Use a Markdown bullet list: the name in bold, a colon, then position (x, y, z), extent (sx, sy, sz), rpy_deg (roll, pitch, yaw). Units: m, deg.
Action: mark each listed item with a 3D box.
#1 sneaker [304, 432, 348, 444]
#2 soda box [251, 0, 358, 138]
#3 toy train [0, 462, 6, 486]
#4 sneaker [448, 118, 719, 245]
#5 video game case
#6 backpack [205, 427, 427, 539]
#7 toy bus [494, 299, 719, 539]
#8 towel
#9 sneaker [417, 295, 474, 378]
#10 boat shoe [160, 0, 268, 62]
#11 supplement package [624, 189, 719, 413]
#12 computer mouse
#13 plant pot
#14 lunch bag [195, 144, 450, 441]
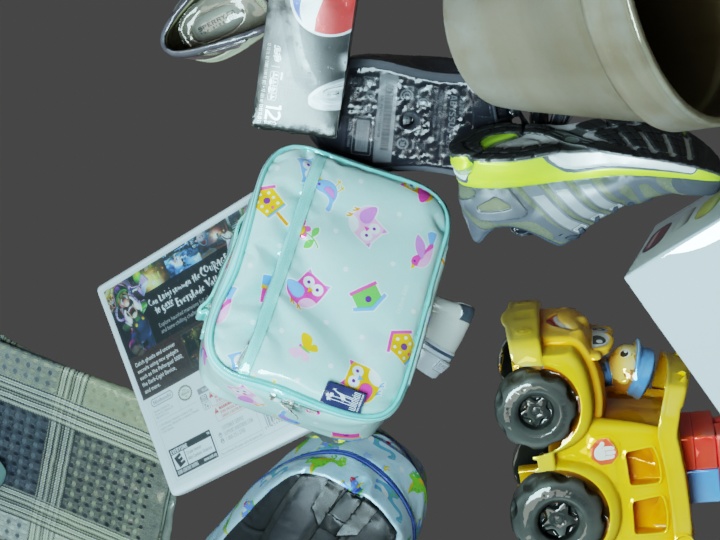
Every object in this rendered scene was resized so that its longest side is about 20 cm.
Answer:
- **sneaker**: position (-0.058, 0.084, 1.704), extent (0.200, 0.085, 0.075), rpy_deg (11, 141, 38)
- **soda box**: position (-0.032, -0.199, 1.516), extent (0.063, 0.071, 0.201), rpy_deg (8, 101, 0)
- **toy train**: position (-0.394, 0.182, 1.846), extent (0.200, 0.085, 0.114), rpy_deg (-36, 90, 36)
- **sneaker**: position (0.163, -0.062, 1.545), extent (0.199, 0.074, 0.081), rpy_deg (0, 121, 3)
- **video game case**: position (-0.108, 0.059, 1.658), extent (0.200, 0.023, 0.182), rpy_deg (-29, 78, 39)
- **backpack**: position (-0.030, 0.213, 1.715), extent (0.163, 0.154, 0.200), rpy_deg (36, 140, 7)
- **toy bus**: position (0.200, 0.118, 1.594), extent (0.191, 0.136, 0.201), rpy_deg (-8, 106, 9)
- **towel**: position (-0.246, 0.167, 1.832), extent (0.200, 0.035, 0.193), rpy_deg (21, 114, 14)
- **sneaker**: position (0.000, 0.000, 1.655), extent (0.200, 0.073, 0.071), rpy_deg (36, 90, 8)
- **boat shoe**: position (-0.067, -0.213, 1.584), extent (0.200, 0.065, 0.072), rpy_deg (-30, 96, 27)
- **supplement package**: position (0.317, 0.000, 1.503), extent (0.200, 0.111, 0.156), rpy_deg (-33, 98, 28)
- **computer mouse**: position (0.057, -0.110, 1.593), extent (0.199, 0.053, 0.139), rpy_deg (11, 113, 2)
- **plant pot**: position (0.158, -0.184, 1.455), extent (0.173, 0.200, 0.201), rpy_deg (-8, 109, 38)
- **lunch bag**: position (-0.030, 0.017, 1.553), extent (0.160, 0.201, 0.077), rpy_deg (21, 160, -8)
